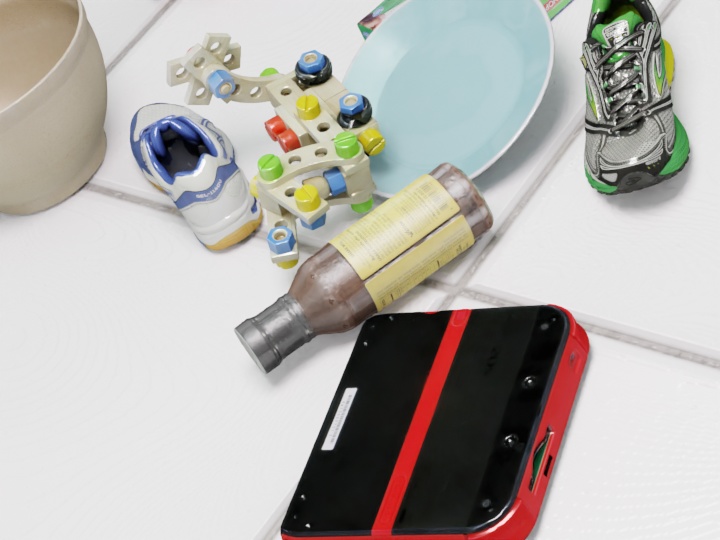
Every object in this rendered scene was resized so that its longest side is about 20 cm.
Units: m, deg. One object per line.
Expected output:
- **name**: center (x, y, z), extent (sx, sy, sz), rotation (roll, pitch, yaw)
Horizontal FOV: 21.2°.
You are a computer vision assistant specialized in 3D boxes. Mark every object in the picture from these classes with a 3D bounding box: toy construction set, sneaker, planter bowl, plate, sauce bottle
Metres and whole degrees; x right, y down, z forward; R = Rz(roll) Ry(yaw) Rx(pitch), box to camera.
- **toy construction set**: center (-0.059, -0.104, 1.471), extent (0.131, 0.092, 0.200), rotation (-31, 64, -12)
- **sneaker**: center (-0.142, -0.100, 1.552), extent (0.075, 0.088, 0.200), rotation (-36, 40, -7)
- **planter bowl**: center (-0.295, -0.134, 1.635), extent (0.200, 0.135, 0.200), rotation (-16, 42, 15)
- **plate**: center (0.066, -0.139, 1.493), extent (0.200, 0.026, 0.201), rotation (-18, 55, 28)
- **sauce bottle**: center (0.000, 0.000, 1.385), extent (0.200, 0.065, 0.065), rotation (-34, 41, -9)
- **sneaker**: center (0.188, -0.133, 1.402), extent (0.078, 0.085, 0.200), rotation (-15, 43, 15)

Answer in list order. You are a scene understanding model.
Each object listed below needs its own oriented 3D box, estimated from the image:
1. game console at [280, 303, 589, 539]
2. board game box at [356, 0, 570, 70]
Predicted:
- **game console**: center (0.052, 0.105, 1.281), extent (0.177, 0.031, 0.200), rotation (-5, 44, 32)
- **board game box**: center (0.111, -0.238, 1.597), extent (0.200, 0.029, 0.135), rotation (-42, 43, -16)
